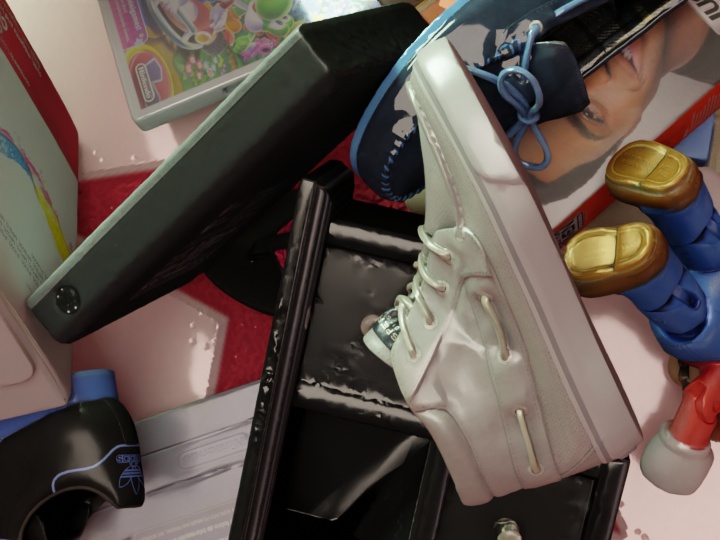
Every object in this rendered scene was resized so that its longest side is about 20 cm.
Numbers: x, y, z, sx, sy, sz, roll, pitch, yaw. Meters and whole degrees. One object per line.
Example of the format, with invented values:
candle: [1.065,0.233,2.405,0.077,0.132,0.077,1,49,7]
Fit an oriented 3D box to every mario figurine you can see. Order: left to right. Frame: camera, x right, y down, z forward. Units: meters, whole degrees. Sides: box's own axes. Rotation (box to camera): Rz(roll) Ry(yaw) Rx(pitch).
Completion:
mario figurine: [0.163,0.029,0.754,0.123,0.106,0.200,-38,126,7]

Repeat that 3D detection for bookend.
bookend: [0.053,0.068,0.744,0.199,0.092,0.199,14,101,5]

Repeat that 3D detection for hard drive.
hard drive: [-0.058,-0.049,0.734,0.200,0.140,0.033,-41,86,26]

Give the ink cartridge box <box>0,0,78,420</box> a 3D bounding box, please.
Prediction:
ink cartridge box: [-0.238,-0.031,0.776,0.145,0.145,0.200,-14,49,6]

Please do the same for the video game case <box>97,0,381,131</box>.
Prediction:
video game case: [-0.052,-0.177,0.846,0.199,0.018,0.144,-22,67,6]

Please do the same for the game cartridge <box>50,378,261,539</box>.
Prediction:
game cartridge: [-0.068,0.132,0.839,0.199,0.038,0.130,-18,88,7]

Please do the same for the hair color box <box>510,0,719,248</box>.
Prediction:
hair color box: [0.135,-0.111,0.766,0.200,0.061,0.102,-42,78,1]

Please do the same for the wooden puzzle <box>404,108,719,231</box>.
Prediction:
wooden puzzle: [0.128,-0.114,0.819,0.185,0.046,0.201,10,88,9]

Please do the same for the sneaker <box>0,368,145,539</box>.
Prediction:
sneaker: [-0.199,0.126,0.814,0.200,0.070,0.078,-30,71,28]

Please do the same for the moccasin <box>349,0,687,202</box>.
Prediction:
moccasin: [0.082,-0.102,0.698,0.200,0.080,0.068,-44,65,1]

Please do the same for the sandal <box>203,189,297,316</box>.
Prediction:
sandal: [0.000,0.000,0.816,0.199,0.045,0.075,20,74,18]

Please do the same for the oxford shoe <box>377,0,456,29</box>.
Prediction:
oxford shoe: [0.089,-0.196,0.764,0.200,0.071,0.073,-36,92,2]

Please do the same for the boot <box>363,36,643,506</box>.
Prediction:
boot: [0.041,0.008,0.653,0.095,0.074,0.200,-24,97,9]
